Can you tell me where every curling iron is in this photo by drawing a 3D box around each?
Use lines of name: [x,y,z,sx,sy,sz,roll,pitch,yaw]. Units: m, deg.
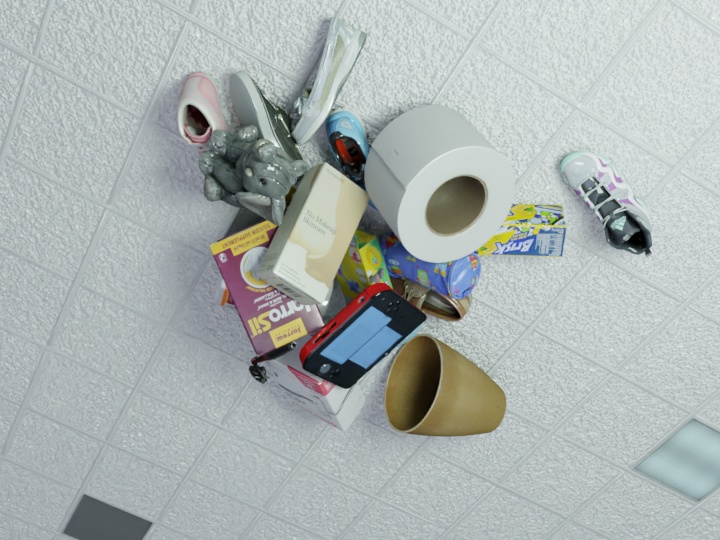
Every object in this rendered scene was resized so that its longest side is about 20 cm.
curling iron: [-0.151,0.154,1.470,0.050,0.025,0.200,53,145,2]

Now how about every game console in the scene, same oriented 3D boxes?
game console: [0.005,0.115,1.419,0.200,0.031,0.177,-42,141,9]

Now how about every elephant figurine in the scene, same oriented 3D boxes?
elephant figurine: [-0.144,-0.138,1.257,0.198,0.154,0.144,18,113,43]

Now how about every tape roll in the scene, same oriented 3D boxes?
tape roll: [0.120,-0.134,1.302,0.199,0.140,0.205,-13,129,-16]

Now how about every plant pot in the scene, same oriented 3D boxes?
plant pot: [0.175,0.242,1.606,0.198,0.188,0.187,22,127,-27]

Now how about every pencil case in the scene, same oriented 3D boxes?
pencil case: [0.112,-0.008,1.410,0.199,0.077,0.088,19,131,49]

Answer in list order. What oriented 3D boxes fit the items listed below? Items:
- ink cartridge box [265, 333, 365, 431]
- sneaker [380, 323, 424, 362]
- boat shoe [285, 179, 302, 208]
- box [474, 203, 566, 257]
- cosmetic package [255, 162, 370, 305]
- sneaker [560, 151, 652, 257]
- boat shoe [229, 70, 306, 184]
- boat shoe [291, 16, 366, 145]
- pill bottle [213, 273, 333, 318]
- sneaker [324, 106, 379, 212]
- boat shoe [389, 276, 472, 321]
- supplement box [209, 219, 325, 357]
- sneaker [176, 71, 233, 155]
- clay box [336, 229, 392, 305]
ink cartridge box: [-0.085,0.202,1.582,0.145,0.083,0.201,23,153,28]
sneaker: [0.041,0.142,1.591,0.199,0.083,0.074,-34,117,27]
boat shoe: [-0.102,-0.121,1.413,0.199,0.087,0.075,16,127,-5]
box: [0.243,-0.069,1.421,0.196,0.071,0.065,2,126,5]
cosmetic package: [-0.073,-0.057,1.337,0.104,0.203,0.071,31,161,-25]
sneaker: [0.402,-0.097,1.338,0.199,0.141,0.078,34,123,-18]
boat shoe: [-0.146,-0.232,1.352,0.070,0.063,0.202,10,131,52]
boat shoe: [-0.060,-0.289,1.298,0.064,0.075,0.203,28,120,-7]
pill bottle: [-0.155,0.033,1.515,0.197,0.115,0.115,18,126,-7]
sneaker: [-0.001,-0.162,1.369,0.078,0.091,0.201,-25,120,23]
boat shoe: [0.104,0.036,1.506,0.197,0.072,0.077,17,127,5]
supplement box: [-0.156,0.023,1.405,0.129,0.103,0.203,-24,95,-6]
sneaker: [-0.245,-0.207,1.357,0.074,0.105,0.202,-8,126,10]
clay box: [0.000,0.000,1.467,0.047,0.114,0.202,-32,123,-25]
